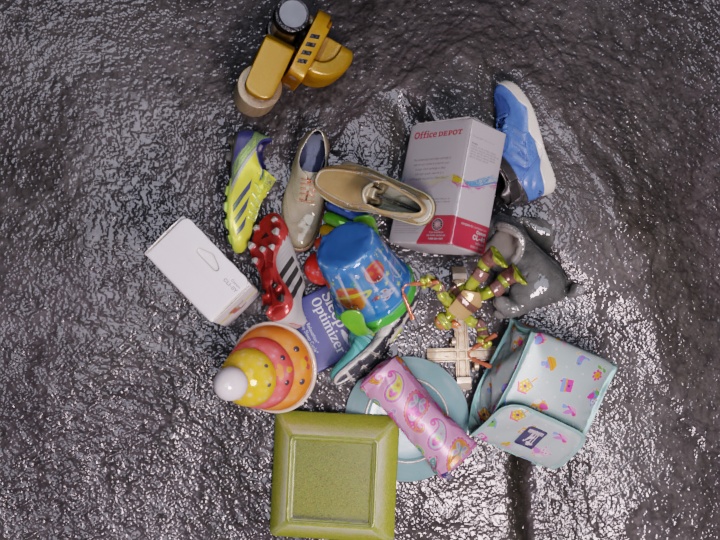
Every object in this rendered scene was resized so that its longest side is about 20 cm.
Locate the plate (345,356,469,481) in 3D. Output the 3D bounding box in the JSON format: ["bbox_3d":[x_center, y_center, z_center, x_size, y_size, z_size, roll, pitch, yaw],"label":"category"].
[{"bbox_3d":[0.074,0.238,1.514,0.199,0.026,0.201,0,88,2],"label":"plate"}]

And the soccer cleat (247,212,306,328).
[{"bbox_3d":[-0.126,0.001,1.496,0.068,0.085,0.201,-26,54,20],"label":"soccer cleat"}]

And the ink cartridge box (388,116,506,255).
[{"bbox_3d":[0.137,-0.129,1.493,0.085,0.147,0.201,18,82,-37],"label":"ink cartridge box"}]

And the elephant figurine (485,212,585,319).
[{"bbox_3d":[0.237,-0.033,1.496,0.155,0.142,0.201,-20,90,1],"label":"elephant figurine"}]

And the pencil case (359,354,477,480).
[{"bbox_3d":[0.087,0.226,1.461,0.087,0.087,0.200,-41,88,-6],"label":"pencil case"}]

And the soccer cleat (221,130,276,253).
[{"bbox_3d":[-0.178,-0.128,1.527,0.083,0.065,0.201,3,84,-5],"label":"soccer cleat"}]

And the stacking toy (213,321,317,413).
[{"bbox_3d":[-0.162,0.161,1.419,0.146,0.200,0.147,2,97,18],"label":"stacking toy"}]

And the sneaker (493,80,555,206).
[{"bbox_3d":[0.233,-0.204,1.545,0.111,0.077,0.201,-20,92,-14],"label":"sneaker"}]

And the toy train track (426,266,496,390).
[{"bbox_3d":[0.164,0.093,1.535,0.114,0.033,0.201,-2,85,-3],"label":"toy train track"}]

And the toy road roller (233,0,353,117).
[{"bbox_3d":[-0.103,-0.326,1.523,0.146,0.123,0.200,28,83,-11],"label":"toy road roller"}]

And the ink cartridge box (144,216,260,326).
[{"bbox_3d":[-0.236,0.006,1.442,0.145,0.200,0.083,45,84,2],"label":"ink cartridge box"}]

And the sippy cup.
[{"bbox_3d":[0.000,0.000,1.430,0.139,0.130,0.178,-36,44,-5],"label":"sippy cup"}]

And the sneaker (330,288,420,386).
[{"bbox_3d":[0.013,0.095,1.489,0.080,0.078,0.200,32,76,19],"label":"sneaker"}]

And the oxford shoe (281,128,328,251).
[{"bbox_3d":[-0.090,-0.132,1.525,0.071,0.074,0.201,6,85,-3],"label":"oxford shoe"}]

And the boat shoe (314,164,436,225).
[{"bbox_3d":[0.015,-0.120,1.436,0.199,0.076,0.072,14,95,18],"label":"boat shoe"}]

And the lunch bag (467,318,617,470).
[{"bbox_3d":[0.277,0.200,1.482,0.170,0.122,0.201,23,93,-16],"label":"lunch bag"}]

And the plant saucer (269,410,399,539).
[{"bbox_3d":[-0.043,0.326,1.480,0.199,0.048,0.201,3,89,3],"label":"plant saucer"}]

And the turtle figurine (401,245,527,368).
[{"bbox_3d":[0.171,0.047,1.435,0.161,0.064,0.200,-42,108,17],"label":"turtle figurine"}]

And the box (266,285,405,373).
[{"bbox_3d":[-0.037,0.081,1.530,0.200,0.032,0.121,-27,86,-6],"label":"box"}]

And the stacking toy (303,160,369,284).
[{"bbox_3d":[-0.033,-0.071,1.522,0.085,0.085,0.201,26,88,0],"label":"stacking toy"}]
